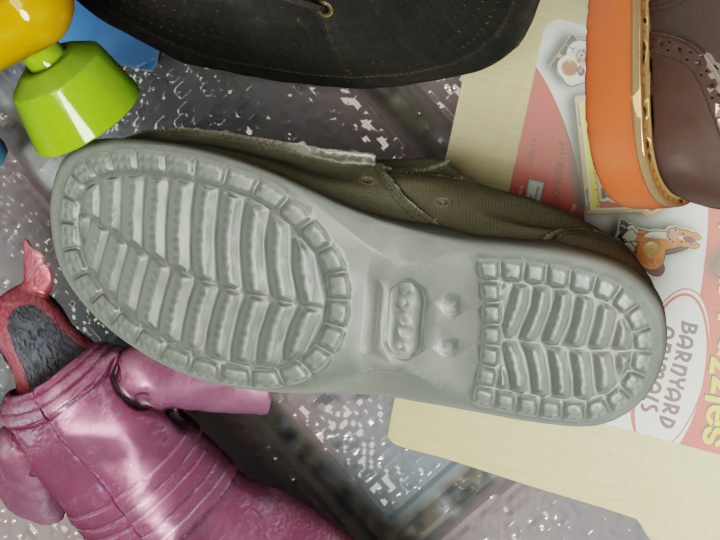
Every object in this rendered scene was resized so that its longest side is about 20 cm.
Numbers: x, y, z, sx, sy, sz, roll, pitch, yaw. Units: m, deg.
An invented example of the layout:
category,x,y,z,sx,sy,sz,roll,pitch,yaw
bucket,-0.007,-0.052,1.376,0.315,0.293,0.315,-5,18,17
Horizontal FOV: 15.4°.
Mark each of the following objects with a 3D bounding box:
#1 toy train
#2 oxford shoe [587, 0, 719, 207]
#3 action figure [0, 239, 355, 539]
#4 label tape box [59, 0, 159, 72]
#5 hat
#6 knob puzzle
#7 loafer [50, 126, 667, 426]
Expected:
category,x,y,z,sx,sy,sz,roll,pitch,yaw
toy train,-0.106,-0.085,0.808,0.200,0.085,0.116,-23,114,29
oxford shoe,0.110,-0.118,0.776,0.072,0.071,0.200,4,102,33
action figure,-0.071,0.082,0.874,0.134,0.149,0.200,-34,103,25
label tape box,-0.165,-0.145,0.895,0.200,0.066,0.144,9,103,16
hat,-0.021,-0.143,0.833,0.200,0.081,0.201,18,143,14
knob puzzle,0.123,-0.005,0.854,0.219,0.030,0.220,3,100,16
loafer,0.000,0.000,0.840,0.200,0.070,0.075,16,111,9
